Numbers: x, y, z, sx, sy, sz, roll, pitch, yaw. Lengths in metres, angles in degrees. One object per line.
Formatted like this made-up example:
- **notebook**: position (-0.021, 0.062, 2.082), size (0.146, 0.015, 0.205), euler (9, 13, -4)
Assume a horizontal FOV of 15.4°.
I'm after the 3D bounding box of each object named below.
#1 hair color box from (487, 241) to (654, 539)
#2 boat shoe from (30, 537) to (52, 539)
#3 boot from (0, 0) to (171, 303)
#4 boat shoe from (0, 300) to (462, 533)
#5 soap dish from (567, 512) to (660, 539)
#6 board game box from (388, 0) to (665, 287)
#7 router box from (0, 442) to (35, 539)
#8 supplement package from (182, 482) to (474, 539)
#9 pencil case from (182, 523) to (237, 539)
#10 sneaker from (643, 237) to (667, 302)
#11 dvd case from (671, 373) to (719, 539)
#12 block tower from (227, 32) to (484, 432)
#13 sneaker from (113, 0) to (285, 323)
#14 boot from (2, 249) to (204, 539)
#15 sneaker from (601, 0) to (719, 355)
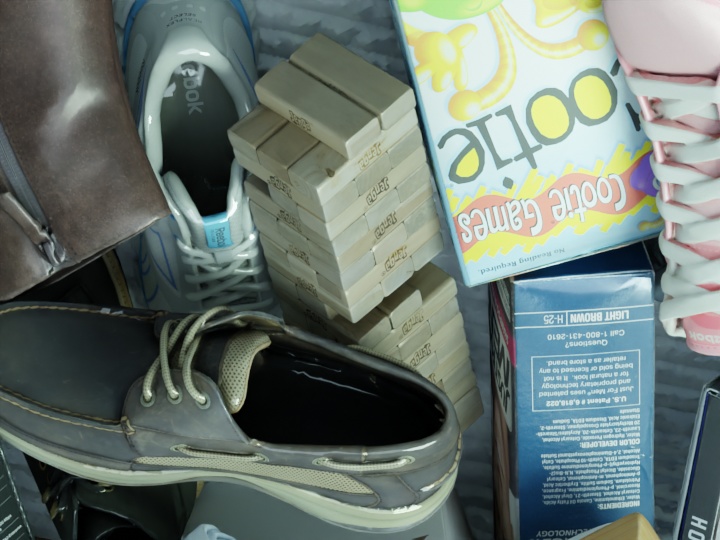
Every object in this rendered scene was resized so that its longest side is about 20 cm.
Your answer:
- **hair color box**: position (0.088, 0.071, 1.124), size (0.060, 0.100, 0.201), euler (-4, 116, -2)
- **boat shoe**: position (-0.213, 0.182, 1.171), size (0.199, 0.070, 0.071), euler (-29, 116, 10)
- **boot**: position (-0.108, -0.095, 1.015), size (0.199, 0.072, 0.167), euler (-31, 86, 24)
- **boat shoe**: position (-0.054, 0.041, 1.020), size (0.199, 0.075, 0.073), euler (11, 148, -7)
- **soap dish**: position (0.063, 0.207, 1.061), size (0.199, 0.081, 0.158), euler (-29, 113, 11)
- **board game box**: position (0.061, -0.114, 1.032), size (0.102, 0.105, 0.201), euler (-15, 116, 2)
- **router box**: position (-0.215, 0.093, 1.067), size (0.062, 0.199, 0.151), euler (-36, 124, -35)
- **supplement package**: position (0.008, 0.188, 1.163), size (0.121, 0.120, 0.201), euler (-16, 116, 5)
- **pencil case**: position (-0.089, 0.192, 1.013), size (0.200, 0.083, 0.091), euler (-47, 128, 0)
- **sneaker**: position (0.189, -0.061, 1.086), size (0.078, 0.066, 0.201), euler (25, 108, -28)
- **dvd case**: position (0.172, 0.118, 1.139), size (0.025, 0.150, 0.201), euler (23, 119, 28)
- **block tower**: position (0.000, 0.000, 1.064), size (0.054, 0.058, 0.201), euler (-40, 142, -21)
- **sneaker**: position (-0.062, -0.019, 1.078), size (0.075, 0.087, 0.201), euler (-12, 117, 0)
- **boot**: position (-0.123, 0.046, 1.074), size (0.077, 0.138, 0.200), euler (-34, 113, 11)
- **sneaker**: position (0.138, -0.030, 0.975), size (0.200, 0.075, 0.105), euler (43, 68, -43)
